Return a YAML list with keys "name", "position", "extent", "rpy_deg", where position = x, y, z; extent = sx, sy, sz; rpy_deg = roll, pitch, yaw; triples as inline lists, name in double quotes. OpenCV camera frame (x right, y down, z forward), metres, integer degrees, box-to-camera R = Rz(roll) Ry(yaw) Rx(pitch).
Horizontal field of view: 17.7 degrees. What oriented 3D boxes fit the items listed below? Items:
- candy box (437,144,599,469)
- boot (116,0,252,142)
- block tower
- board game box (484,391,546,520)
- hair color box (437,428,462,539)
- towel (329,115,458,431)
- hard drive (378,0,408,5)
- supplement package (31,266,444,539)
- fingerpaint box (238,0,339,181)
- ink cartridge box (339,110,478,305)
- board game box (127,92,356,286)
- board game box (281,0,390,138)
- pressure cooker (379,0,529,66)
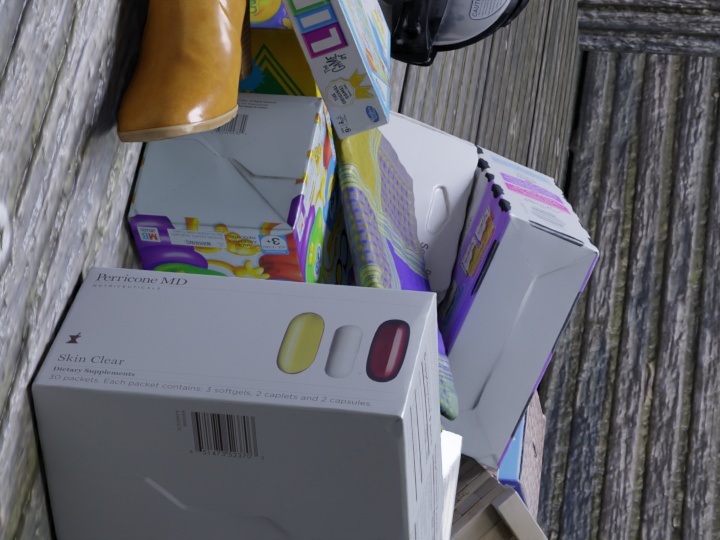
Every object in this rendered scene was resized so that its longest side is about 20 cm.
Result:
- name: "candy box"
  position: [0.087, 0.020, 1.621]
  extent: [0.200, 0.071, 0.168]
  rpy_deg: [-104, -143, -73]
- name: "boot"
  position: [-0.106, -0.163, 1.329]
  extent: [0.201, 0.070, 0.145]
  rpy_deg: [-63, 147, -67]
- name: "block tower"
  position: [0.051, 0.147, 1.614]
  extent: [0.054, 0.058, 0.200]
  rpy_deg: [54, -10, -32]
- name: "board game box"
  position: [0.044, 0.138, 1.880]
  extent: [0.160, 0.199, 0.097]
  rpy_deg: [66, 30, -69]
- name: "hair color box"
  position: [-0.037, 0.126, 1.451]
  extent: [0.060, 0.199, 0.101]
  rpy_deg: [-27, -133, 52]
- name: "towel"
  position: [0.021, -0.012, 1.480]
  extent: [0.144, 0.023, 0.201]
  rpy_deg: [57, 18, -52]
- name: "hard drive"
  position: [-0.025, -0.281, 1.537]
  extent: [0.200, 0.033, 0.140]
  rpy_deg: [28, 63, -47]
- name: "supplement package"
  position: [-0.061, 0.097, 1.263]
  extent: [0.111, 0.199, 0.156]
  rpy_deg: [-73, 163, -53]
- name: "fingerpaint box"
  position: [-0.041, -0.166, 1.637]
  extent: [0.201, 0.073, 0.167]
  rpy_deg: [-76, 166, -46]
- name: "ink cartridge box"
  position: [0.000, 0.000, 1.673]
  extent: [0.200, 0.084, 0.147]
  rpy_deg: [125, -17, -51]
- name: "board game box"
  position: [-0.069, -0.009, 1.450]
  extent: [0.200, 0.104, 0.103]
  rpy_deg: [79, 18, -54]
- name: "board game box"
  position: [-0.031, -0.199, 1.417]
  extent: [0.135, 0.034, 0.201]
  rpy_deg: [-87, 157, -61]
- name: "pressure cooker"
  position: [0.066, -0.277, 1.933]
  extent: [0.176, 0.178, 0.200]
  rpy_deg: [57, 24, -17]
